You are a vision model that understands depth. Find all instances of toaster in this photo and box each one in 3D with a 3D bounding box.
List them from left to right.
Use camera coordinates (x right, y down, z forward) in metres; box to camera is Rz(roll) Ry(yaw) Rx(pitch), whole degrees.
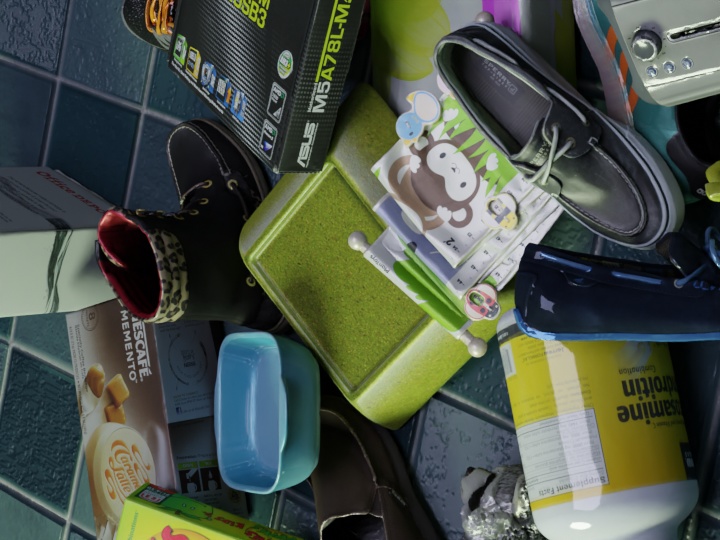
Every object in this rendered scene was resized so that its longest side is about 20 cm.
[{"bbox_3d":[0.242,-0.187,1.272,0.129,0.200,0.114,-7,117,39],"label":"toaster"}]

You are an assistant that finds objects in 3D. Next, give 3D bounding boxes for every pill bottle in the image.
[{"bbox_3d":[0.161,0.116,1.379,0.112,0.112,0.201,-19,78,42],"label":"pill bottle"}]

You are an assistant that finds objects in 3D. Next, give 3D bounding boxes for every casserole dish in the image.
[{"bbox_3d":[-0.070,0.108,1.593,0.200,0.039,0.122,172,99,-70],"label":"casserole dish"}]

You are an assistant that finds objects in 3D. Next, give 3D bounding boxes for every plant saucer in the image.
[{"bbox_3d":[0.000,0.000,1.520,0.200,0.048,0.200,52,134,11],"label":"plant saucer"}]

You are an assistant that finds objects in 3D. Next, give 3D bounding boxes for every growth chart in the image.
[{"bbox_3d":[0.078,-0.062,1.423,0.144,0.018,0.201,36,105,12],"label":"growth chart"}]

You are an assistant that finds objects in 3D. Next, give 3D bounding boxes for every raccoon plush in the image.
[{"bbox_3d":[0.128,0.227,1.457,0.134,0.097,0.200,-42,92,21],"label":"raccoon plush"}]

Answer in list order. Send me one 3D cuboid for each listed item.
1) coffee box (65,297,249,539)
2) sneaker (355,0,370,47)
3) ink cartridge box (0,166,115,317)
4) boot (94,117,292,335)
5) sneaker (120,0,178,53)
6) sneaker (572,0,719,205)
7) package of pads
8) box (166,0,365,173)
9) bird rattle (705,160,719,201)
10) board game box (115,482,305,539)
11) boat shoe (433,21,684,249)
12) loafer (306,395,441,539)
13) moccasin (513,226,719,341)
[{"bbox_3d":[-0.167,0.122,1.713,0.114,0.079,0.201,-15,81,42],"label":"coffee box"},{"bbox_3d":[-0.031,-0.259,1.561,0.088,0.073,0.201,49,147,37],"label":"sneaker"},{"bbox_3d":[-0.310,-0.026,1.767,0.146,0.199,0.084,31,114,40],"label":"ink cartridge box"},{"bbox_3d":[-0.140,-0.037,1.637,0.073,0.150,0.201,-39,65,36],"label":"boot"},{"bbox_3d":[-0.133,-0.211,1.681,0.199,0.077,0.079,9,98,45],"label":"sneaker"},{"bbox_3d":[0.200,-0.143,1.374,0.080,0.071,0.201,-17,87,41],"label":"sneaker"},{"bbox_3d":[0.077,-0.170,1.487,0.154,0.068,0.201,-3,89,43],"label":"package of pads"},{"bbox_3d":[-0.066,-0.198,1.496,0.200,0.047,0.194,46,130,48],"label":"box"},{"bbox_3d":[0.307,-0.086,1.254,0.199,0.112,0.164,-15,63,40],"label":"bird rattle"},{"bbox_3d":[-0.094,0.247,1.605,0.199,0.048,0.102,18,105,12],"label":"board game box"},{"bbox_3d":[0.120,-0.082,1.354,0.200,0.071,0.072,42,120,16],"label":"boat shoe"},{"bbox_3d":[0.000,0.174,1.559,0.073,0.071,0.200,-55,54,29],"label":"loafer"},{"bbox_3d":[0.196,0.008,1.302,0.080,0.199,0.069,-157,65,-82],"label":"moccasin"}]
